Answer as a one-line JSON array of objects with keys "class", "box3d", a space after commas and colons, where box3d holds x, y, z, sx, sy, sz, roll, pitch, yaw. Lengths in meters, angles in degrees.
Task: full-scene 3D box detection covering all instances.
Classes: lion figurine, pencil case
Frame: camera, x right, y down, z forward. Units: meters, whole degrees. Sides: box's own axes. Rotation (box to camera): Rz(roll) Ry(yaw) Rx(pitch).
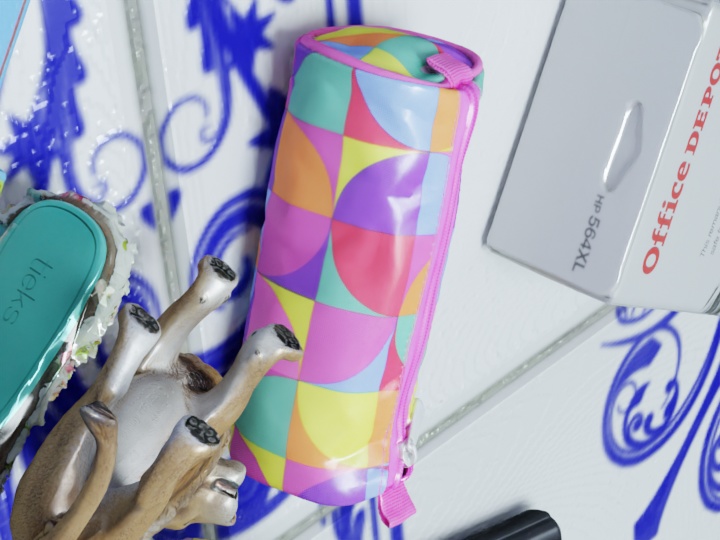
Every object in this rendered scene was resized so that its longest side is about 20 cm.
[{"class": "lion figurine", "box3d": [-0.085, 0.067, 0.671, 0.123, 0.072, 0.200, -50, 171, 17]}, {"class": "pencil case", "box3d": [0.000, 0.000, 0.780, 0.088, 0.088, 0.202, -13, 118, -45]}]

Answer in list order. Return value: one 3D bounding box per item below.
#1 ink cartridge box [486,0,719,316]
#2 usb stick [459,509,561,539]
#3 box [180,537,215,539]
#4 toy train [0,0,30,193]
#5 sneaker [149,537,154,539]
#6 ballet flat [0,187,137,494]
[{"class": "ink cartridge box", "box3d": [0.169, -0.058, 0.941, 0.199, 0.084, 0.147, 8, 103, -50]}, {"class": "usb stick", "box3d": [0.032, 0.168, 0.949, 0.199, 0.033, 0.056, -15, 128, -44]}, {"class": "box", "box3d": [-0.045, 0.239, 0.727, 0.176, 0.096, 0.201, -54, 140, -54]}, {"class": "toy train", "box3d": [-0.155, -0.068, 0.568, 0.114, 0.086, 0.201, 13, 97, -60]}, {"class": "sneaker", "box3d": [-0.130, 0.195, 0.748, 0.078, 0.077, 0.201, 53, 50, -53]}, {"class": "ballet flat", "box3d": [-0.146, 0.060, 0.660, 0.200, 0.075, 0.064, -50, 173, -11]}]
